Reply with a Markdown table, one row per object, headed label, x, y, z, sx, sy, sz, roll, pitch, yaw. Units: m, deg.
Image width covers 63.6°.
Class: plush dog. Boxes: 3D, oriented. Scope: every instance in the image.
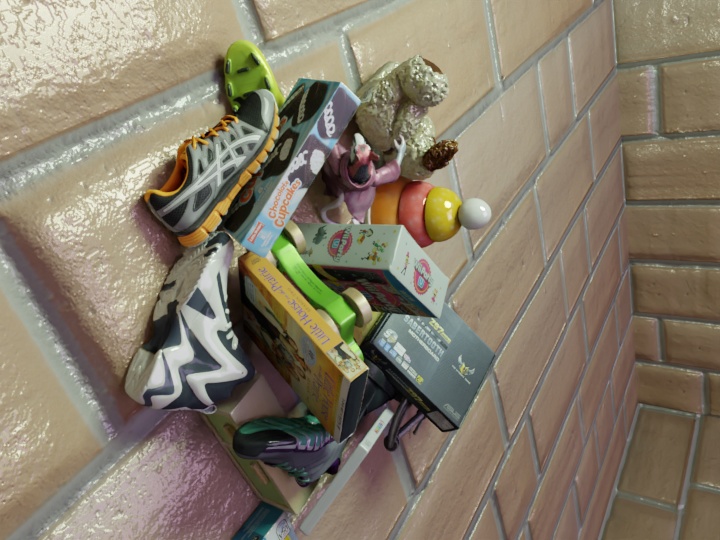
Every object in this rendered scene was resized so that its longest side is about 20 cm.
| label | x | y | z | sx | sy | sz | roll | pitch | yaw |
| --- | --- | --- | --- | --- | --- | --- | --- | --- | --- |
| plush dog | 0.062 | -0.214 | 0.899 | 0.160 | 0.200 | 0.173 | -40 | 112 | -5 |

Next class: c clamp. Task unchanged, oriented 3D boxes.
| label | x | y | z | sx | sy | sz | roll | pitch | yaw |
| --- | --- | --- | --- | --- | --- | --- | --- | --- | --- |
| c clamp | 0.093 | 0.251 | 1.007 | 0.199 | 0.027 | 0.173 | -11 | 127 | -60 |

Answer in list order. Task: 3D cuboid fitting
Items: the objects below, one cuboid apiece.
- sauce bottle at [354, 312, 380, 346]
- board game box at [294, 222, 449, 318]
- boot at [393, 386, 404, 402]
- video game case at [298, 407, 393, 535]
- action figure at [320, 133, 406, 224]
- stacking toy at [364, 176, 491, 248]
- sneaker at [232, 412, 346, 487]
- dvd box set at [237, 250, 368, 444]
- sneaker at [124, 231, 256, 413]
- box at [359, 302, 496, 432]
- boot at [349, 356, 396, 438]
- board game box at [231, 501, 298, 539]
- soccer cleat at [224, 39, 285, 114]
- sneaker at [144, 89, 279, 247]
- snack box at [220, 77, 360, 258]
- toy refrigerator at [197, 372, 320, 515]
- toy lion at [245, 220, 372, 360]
| label | x | y | z | sx | sy | sz | roll | pitch | yaw |
| --- | --- | --- | --- | --- | --- | --- | --- | --- | --- |
| sauce bottle | -0.026 | 0.097 | 0.879 | 0.201 | 0.064 | 0.065 | -54 | 134 | -38 |
| board game box | 0.000 | 0.000 | 0.791 | 0.147 | 0.197 | 0.065 | 42 | 60 | -46 |
| boot | 0.100 | 0.119 | 1.058 | 0.174 | 0.068 | 0.203 | -43 | 134 | -53 |
| video game case | -0.014 | 0.279 | 0.835 | 0.144 | 0.018 | 0.200 | -55 | 170 | 8 |
| action figure | -0.020 | -0.132 | 0.781 | 0.132 | 0.200 | 0.151 | 21 | 92 | -10 |
| stacking toy | 0.116 | -0.089 | 0.942 | 0.145 | 0.197 | 0.149 | -8 | 100 | -52 |
| sneaker | -0.075 | 0.224 | 0.695 | 0.199 | 0.074 | 0.089 | 12 | 89 | -55 |
| dvd box set | -0.072 | 0.088 | 0.668 | 0.029 | 0.200 | 0.147 | -30 | 151 | -29 |
| sneaker | -0.163 | 0.068 | 0.659 | 0.129 | 0.079 | 0.202 | 35 | 63 | -41 |
| box | 0.111 | 0.131 | 0.934 | 0.200 | 0.051 | 0.158 | 45 | 54 | -8 |
| boot | -0.025 | 0.223 | 0.890 | 0.169 | 0.076 | 0.200 | -53 | 161 | -11 |
| board game box | -0.131 | 0.445 | 0.785 | 0.151 | 0.046 | 0.203 | -44 | 127 | -42 |
| soccer cleat | -0.114 | -0.197 | 0.748 | 0.084 | 0.064 | 0.202 | -85 | 153 | -56 |
| sneaker | -0.161 | -0.127 | 0.648 | 0.077 | 0.078 | 0.202 | 39 | 73 | -34 |
| snack box | -0.089 | -0.123 | 0.663 | 0.037 | 0.116 | 0.202 | 31 | 90 | -34 |
| toy refrigerator | -0.129 | 0.220 | 0.741 | 0.070 | 0.075 | 0.202 | -50 | 132 | -38 |
| toy lion | -0.063 | 0.064 | 0.742 | 0.068 | 0.200 | 0.193 | -33 | 156 | -26 |
